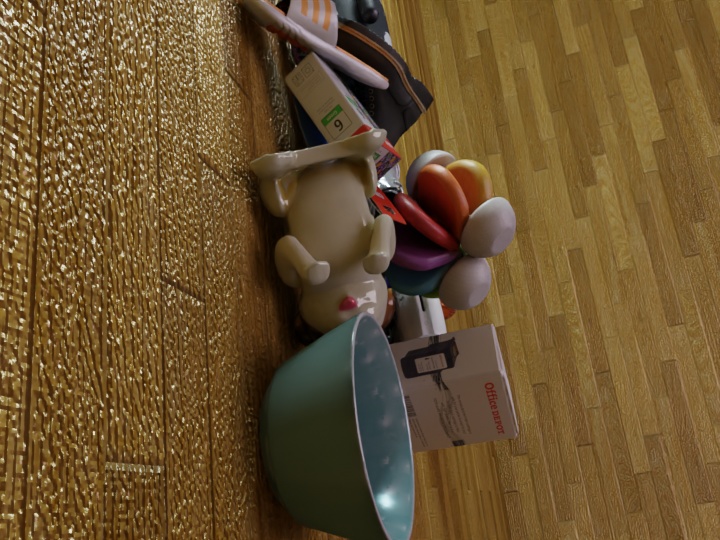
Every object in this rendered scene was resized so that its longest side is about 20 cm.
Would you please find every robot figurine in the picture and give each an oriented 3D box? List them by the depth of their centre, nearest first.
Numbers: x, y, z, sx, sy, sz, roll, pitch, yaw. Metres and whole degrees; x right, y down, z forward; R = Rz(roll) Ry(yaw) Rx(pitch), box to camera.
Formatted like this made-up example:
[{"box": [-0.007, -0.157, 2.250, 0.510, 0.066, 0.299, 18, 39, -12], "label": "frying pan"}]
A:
[{"box": [-0.017, -0.336, 1.020, 0.124, 0.147, 0.205, 26, 48, -56], "label": "robot figurine"}]

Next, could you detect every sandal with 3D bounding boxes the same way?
[{"box": [-0.042, -0.279, 0.804, 0.203, 0.060, 0.079, 21, 8, -35], "label": "sandal"}]

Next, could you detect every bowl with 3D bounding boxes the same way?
[{"box": [-0.023, 0.148, 0.627, 0.200, 0.102, 0.207, -11, 90, -76], "label": "bowl"}]

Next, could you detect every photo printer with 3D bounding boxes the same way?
[{"box": [0.090, 0.103, 1.087, 0.169, 0.067, 0.204, -101, -174, -48], "label": "photo printer"}]

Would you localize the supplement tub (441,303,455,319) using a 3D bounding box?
[{"box": [0.125, -0.009, 1.350, 0.123, 0.119, 0.206, 51, 31, -62], "label": "supplement tub"}]

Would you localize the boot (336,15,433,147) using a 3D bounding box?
[{"box": [0.006, -0.222, 0.917, 0.198, 0.140, 0.077, 32, 5, -43], "label": "boot"}]

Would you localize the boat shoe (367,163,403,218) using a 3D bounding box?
[{"box": [0.031, -0.107, 1.040, 0.073, 0.067, 0.202, 60, 39, -27], "label": "boat shoe"}]

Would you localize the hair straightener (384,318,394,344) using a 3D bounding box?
[{"box": [0.030, 0.106, 1.050, 0.077, 0.040, 0.207, 0, 83, -76], "label": "hair straightener"}]

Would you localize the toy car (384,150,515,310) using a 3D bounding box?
[{"box": [0.094, -0.049, 0.917, 0.175, 0.147, 0.204, 44, -51, 35], "label": "toy car"}]

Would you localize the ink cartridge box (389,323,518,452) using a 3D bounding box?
[{"box": [0.105, 0.167, 0.944, 0.086, 0.194, 0.147, -88, 160, -47], "label": "ink cartridge box"}]

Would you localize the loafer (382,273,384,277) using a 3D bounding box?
[{"box": [0.000, 0.000, 0.925, 0.200, 0.068, 0.072, 47, 25, -67], "label": "loafer"}]

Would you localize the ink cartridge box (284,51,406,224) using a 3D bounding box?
[{"box": [0.000, -0.152, 0.814, 0.202, 0.050, 0.109, 55, 14, 12], "label": "ink cartridge box"}]

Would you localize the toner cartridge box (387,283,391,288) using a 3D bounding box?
[{"box": [0.038, -0.078, 1.163, 0.095, 0.042, 0.206, -35, 114, -73], "label": "toner cartridge box"}]

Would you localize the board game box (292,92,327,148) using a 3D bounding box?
[{"box": [-0.054, -0.152, 0.894, 0.200, 0.038, 0.161, -58, 126, -71], "label": "board game box"}]

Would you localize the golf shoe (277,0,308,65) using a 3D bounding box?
[{"box": [-0.077, -0.351, 0.923, 0.092, 0.070, 0.207, -162, -114, -83], "label": "golf shoe"}]

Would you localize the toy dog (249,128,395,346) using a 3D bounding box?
[{"box": [-0.035, -0.018, 0.715, 0.193, 0.136, 0.206, 170, -93, -70], "label": "toy dog"}]
